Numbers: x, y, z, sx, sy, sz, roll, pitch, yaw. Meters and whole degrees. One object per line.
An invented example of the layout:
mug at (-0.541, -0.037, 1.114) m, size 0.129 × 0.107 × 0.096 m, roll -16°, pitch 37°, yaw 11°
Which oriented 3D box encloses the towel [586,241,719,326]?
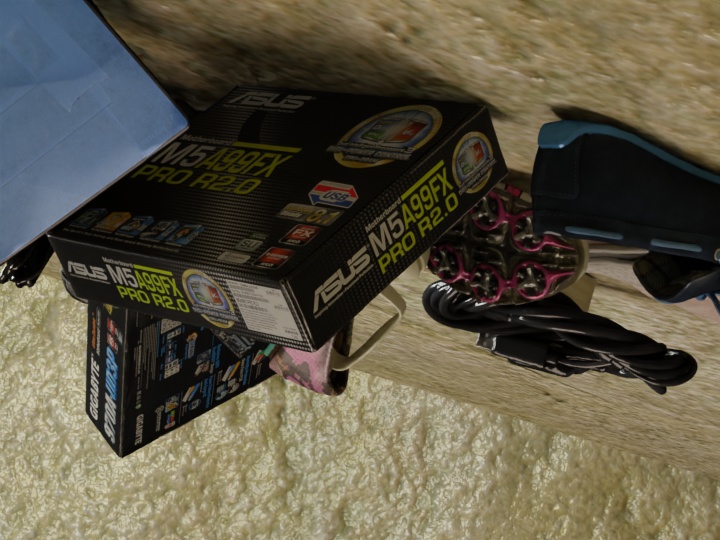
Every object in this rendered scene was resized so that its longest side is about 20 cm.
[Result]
towel at (0.237, 0.012, 1.136) m, size 0.190 × 0.032 × 0.200 m, roll 19°, pitch 174°, yaw -18°

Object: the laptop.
laptop at (-0.222, -0.076, 0.841) m, size 0.187 × 0.116 × 0.200 m, roll -32°, pitch 163°, yaw 31°

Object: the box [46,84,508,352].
box at (-0.047, -0.035, 0.969) m, size 0.199 × 0.160 × 0.044 m, roll 11°, pitch 134°, yaw 45°

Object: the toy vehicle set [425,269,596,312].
toy vehicle set at (0.075, -0.016, 1.322) m, size 0.124 × 0.027 × 0.200 m, roll 13°, pitch 172°, yaw 32°

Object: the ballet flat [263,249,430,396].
ballet flat at (0.000, 0.000, 1.110) m, size 0.071 × 0.069 × 0.201 m, roll 27°, pitch 129°, yaw 5°

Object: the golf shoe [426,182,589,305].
golf shoe at (0.068, -0.027, 1.141) m, size 0.199 × 0.073 × 0.092 m, roll 11°, pitch -162°, yaw 43°

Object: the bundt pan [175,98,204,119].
bundt pan at (-0.155, -0.077, 1.209) m, size 0.201 × 0.076 × 0.202 m, roll 17°, pitch 174°, yaw 2°

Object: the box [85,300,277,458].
box at (-0.093, 0.016, 1.145) m, size 0.046 × 0.158 × 0.201 m, roll 48°, pitch 150°, yaw 25°

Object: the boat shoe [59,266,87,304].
boat shoe at (-0.161, -0.005, 1.227) m, size 0.074 × 0.063 × 0.200 m, roll 21°, pitch 171°, yaw -16°

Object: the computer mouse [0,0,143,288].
computer mouse at (-0.144, -0.087, 1.010) m, size 0.046 × 0.141 × 0.201 m, roll 23°, pitch 136°, yaw 8°

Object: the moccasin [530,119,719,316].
moccasin at (0.161, -0.015, 0.946) m, size 0.199 × 0.069 × 0.080 m, roll 21°, pitch 172°, yaw -26°

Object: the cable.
cable at (0.147, 0.040, 1.324) m, size 0.199 × 0.051 × 0.163 m, roll 16°, pitch 168°, yaw 25°
